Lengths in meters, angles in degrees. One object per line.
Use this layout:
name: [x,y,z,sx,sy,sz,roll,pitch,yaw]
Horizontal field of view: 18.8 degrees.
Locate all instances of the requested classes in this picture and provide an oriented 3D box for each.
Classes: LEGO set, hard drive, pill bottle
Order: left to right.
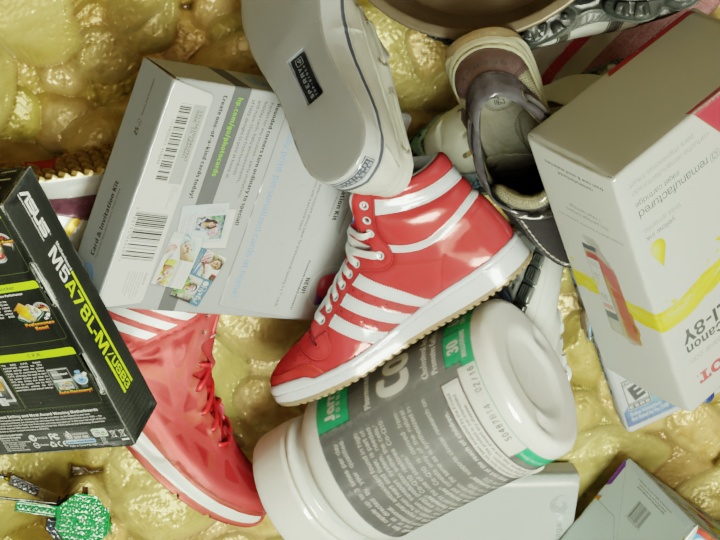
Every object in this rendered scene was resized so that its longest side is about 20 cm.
LEGO set: [-0.269,0.206,1.469,0.199,0.116,0.154,1,83,-19]
pill bottle: [0.034,0.110,1.439,0.200,0.113,0.113,-30,119,24]
hard drive: [0.054,0.203,1.579,0.199,0.026,0.132,1,112,-14]

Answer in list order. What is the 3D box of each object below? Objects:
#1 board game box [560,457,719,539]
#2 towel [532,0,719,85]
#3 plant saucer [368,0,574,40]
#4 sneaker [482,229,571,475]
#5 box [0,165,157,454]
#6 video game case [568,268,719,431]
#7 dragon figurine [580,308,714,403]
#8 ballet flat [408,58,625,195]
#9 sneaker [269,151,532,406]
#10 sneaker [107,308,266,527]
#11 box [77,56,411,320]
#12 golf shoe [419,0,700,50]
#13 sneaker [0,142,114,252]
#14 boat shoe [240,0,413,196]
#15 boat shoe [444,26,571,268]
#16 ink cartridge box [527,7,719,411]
board game box: [0.249,0.243,1.589,0.200,0.105,0.103,35,96,-31]
towel: [0.135,-0.199,1.431,0.200,0.023,0.144,40,97,-25]
plant saucer: [0.072,-0.241,1.339,0.199,0.029,0.201,0,91,16]
sneaker: [0.108,0.060,1.518,0.087,0.075,0.201,0,118,-31]
box: [-0.251,0.033,1.349,0.199,0.048,0.194,-7,124,28]
video game case: [0.253,0.000,1.546,0.199,0.022,0.183,-23,116,-4]
dragon figurine: [0.202,0.002,1.489,0.099,0.059,0.201,-14,116,-9]
ballet flat: [0.104,-0.096,1.420,0.199,0.074,0.074,-17,116,6]
sneaker: [0.000,0.000,1.405,0.200,0.071,0.113,-33,102,19]
sneaker: [-0.107,0.081,1.456,0.116,0.078,0.200,-45,117,8]
box: [-0.074,-0.047,1.388,0.200,0.041,0.156,5,113,-42]
golf shoe: [0.128,-0.176,1.387,0.199,0.094,0.078,-3,91,13]
sneaker: [-0.207,-0.024,1.385,0.199,0.075,0.090,-8,109,-10]
boat shoe: [-0.015,-0.129,1.344,0.071,0.200,0.070,-39,145,25]
boat shoe: [0.106,-0.063,1.361,0.072,0.065,0.200,-14,134,15]
ink cartridge box: [0.205,-0.035,1.351,0.145,0.083,0.200,-39,131,-18]
